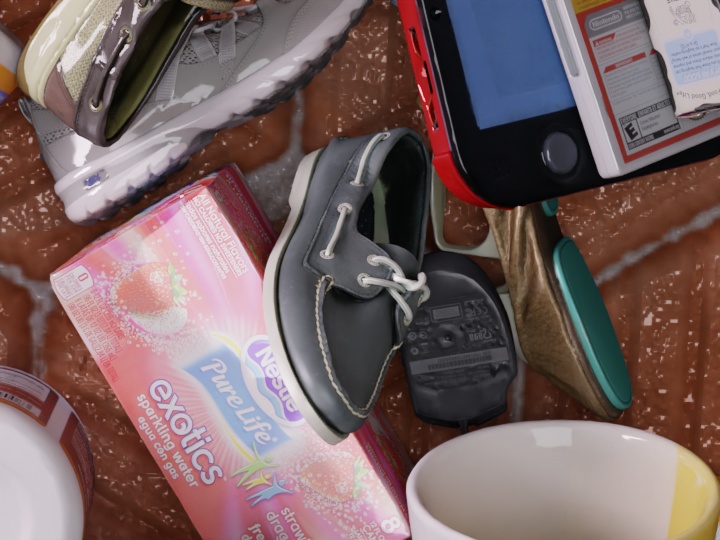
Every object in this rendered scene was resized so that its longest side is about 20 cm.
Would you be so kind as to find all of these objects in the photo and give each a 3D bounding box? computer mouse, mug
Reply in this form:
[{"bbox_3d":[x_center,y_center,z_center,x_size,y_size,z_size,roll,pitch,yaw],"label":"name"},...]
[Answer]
[{"bbox_3d":[0.056,0.086,1.386,0.059,0.034,0.200,-7,103,9],"label":"computer mouse"},{"bbox_3d":[0.105,0.177,1.306,0.149,0.187,0.153,-10,114,-25],"label":"mug"}]

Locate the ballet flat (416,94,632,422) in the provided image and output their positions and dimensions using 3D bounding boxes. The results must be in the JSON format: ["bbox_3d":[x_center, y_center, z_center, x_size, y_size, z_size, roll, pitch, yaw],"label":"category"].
[{"bbox_3d":[0.076,-0.013,1.393,0.072,0.068,0.200,-17,95,18],"label":"ballet flat"}]

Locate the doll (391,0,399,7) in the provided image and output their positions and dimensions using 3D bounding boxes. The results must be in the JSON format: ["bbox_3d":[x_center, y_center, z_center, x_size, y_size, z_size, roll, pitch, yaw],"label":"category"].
[{"bbox_3d":[0.026,-0.194,1.369,0.200,0.048,0.137,39,62,-13],"label":"doll"}]

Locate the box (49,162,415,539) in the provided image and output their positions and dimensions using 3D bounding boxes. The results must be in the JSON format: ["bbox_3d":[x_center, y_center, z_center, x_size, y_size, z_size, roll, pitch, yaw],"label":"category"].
[{"bbox_3d":[-0.059,0.058,1.360,0.095,0.103,0.200,-30,95,9],"label":"box"}]

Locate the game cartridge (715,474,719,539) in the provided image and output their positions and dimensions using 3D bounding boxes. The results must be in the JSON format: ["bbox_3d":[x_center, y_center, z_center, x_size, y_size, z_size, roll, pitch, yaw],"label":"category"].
[{"bbox_3d":[0.128,0.189,1.422,0.200,0.032,0.177,5,94,-5],"label":"game cartridge"}]

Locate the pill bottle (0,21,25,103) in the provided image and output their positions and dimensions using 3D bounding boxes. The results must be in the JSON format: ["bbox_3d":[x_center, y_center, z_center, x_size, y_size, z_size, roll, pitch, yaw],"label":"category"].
[{"bbox_3d":[-0.265,-0.066,1.340,0.112,0.112,0.200,42,92,-5],"label":"pill bottle"}]

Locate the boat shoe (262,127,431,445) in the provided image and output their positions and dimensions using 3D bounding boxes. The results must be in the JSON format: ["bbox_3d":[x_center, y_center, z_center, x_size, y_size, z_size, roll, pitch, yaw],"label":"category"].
[{"bbox_3d":[0.000,0.000,1.320,0.062,0.200,0.073,-24,123,23],"label":"boat shoe"}]

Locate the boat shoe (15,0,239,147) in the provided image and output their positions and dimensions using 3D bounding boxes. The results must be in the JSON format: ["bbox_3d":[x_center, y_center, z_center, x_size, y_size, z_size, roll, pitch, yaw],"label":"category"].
[{"bbox_3d":[-0.083,-0.146,1.307,0.065,0.073,0.200,43,109,15],"label":"boat shoe"}]

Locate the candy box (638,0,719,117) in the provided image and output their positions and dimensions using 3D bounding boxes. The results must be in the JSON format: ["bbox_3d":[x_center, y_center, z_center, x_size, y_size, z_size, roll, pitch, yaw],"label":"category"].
[{"bbox_3d":[0.191,-0.191,1.356,0.136,0.061,0.200,-21,95,-33],"label":"candy box"}]

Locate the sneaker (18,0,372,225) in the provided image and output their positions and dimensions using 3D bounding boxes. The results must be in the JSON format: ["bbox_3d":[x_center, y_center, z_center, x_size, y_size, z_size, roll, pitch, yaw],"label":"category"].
[{"bbox_3d":[-0.080,-0.108,1.366,0.200,0.075,0.082,-34,88,-5],"label":"sneaker"}]

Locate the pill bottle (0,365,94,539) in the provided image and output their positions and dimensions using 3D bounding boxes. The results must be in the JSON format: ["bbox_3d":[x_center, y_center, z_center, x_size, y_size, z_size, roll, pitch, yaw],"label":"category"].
[{"bbox_3d":[-0.184,0.105,1.313,0.112,0.200,0.112,0,94,-3],"label":"pill bottle"}]

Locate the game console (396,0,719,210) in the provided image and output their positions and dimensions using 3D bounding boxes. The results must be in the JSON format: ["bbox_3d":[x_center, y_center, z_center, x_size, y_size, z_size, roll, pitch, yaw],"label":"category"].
[{"bbox_3d":[0.096,-0.138,1.356,0.177,0.031,0.200,-14,92,-29],"label":"game console"}]

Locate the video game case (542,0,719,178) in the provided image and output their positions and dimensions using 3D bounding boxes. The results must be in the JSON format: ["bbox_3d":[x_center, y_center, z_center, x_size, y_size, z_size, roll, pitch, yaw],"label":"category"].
[{"bbox_3d":[0.144,-0.161,1.368,0.143,0.017,0.200,-22,96,-35],"label":"video game case"}]
